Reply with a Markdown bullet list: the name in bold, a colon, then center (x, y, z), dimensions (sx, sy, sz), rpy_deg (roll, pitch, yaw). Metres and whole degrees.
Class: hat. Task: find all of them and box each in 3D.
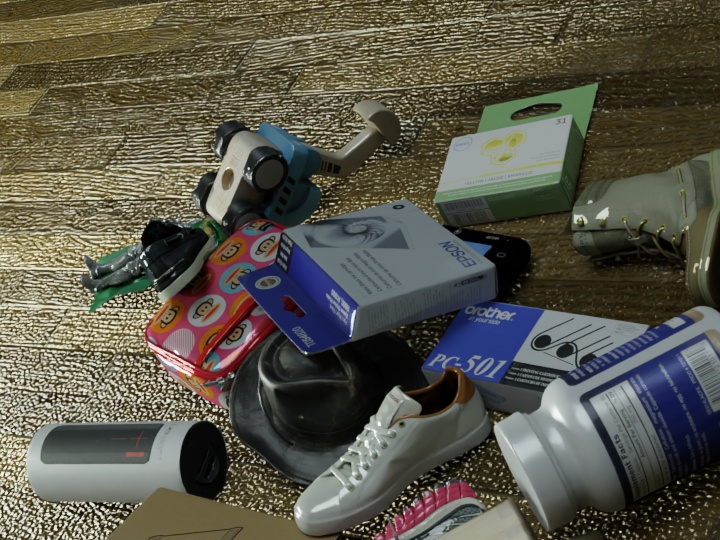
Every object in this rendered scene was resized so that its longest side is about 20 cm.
- **hat**: center (-0.036, 0.099, 1.360), dimensions (0.198, 0.081, 0.202), rpy_deg (-6, 51, 8)

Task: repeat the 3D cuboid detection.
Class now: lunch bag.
- **lunch bag**: center (-0.110, 0.049, 1.515), dimensions (0.175, 0.082, 0.200), rpy_deg (23, 63, 43)

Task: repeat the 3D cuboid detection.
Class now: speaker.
- **speaker**: center (-0.230, 0.189, 1.431), dimensions (0.198, 0.082, 0.082), rpy_deg (-4, 44, 31)

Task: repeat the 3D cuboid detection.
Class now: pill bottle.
- **pill bottle**: center (0.214, 0.120, 1.153), dimensions (0.198, 0.116, 0.116), rpy_deg (-26, 36, -3)

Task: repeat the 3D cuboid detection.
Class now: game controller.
- **game controller**: center (0.077, -0.008, 1.474), dimensions (0.199, 0.042, 0.105), rpy_deg (12, 54, 42)

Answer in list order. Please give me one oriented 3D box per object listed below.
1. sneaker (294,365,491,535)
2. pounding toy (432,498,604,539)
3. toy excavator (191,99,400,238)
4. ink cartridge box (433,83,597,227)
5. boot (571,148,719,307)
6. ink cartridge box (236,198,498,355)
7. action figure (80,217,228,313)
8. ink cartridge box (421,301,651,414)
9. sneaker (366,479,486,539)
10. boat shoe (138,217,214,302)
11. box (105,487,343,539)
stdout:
- **sneaker**: center (0.017, 0.151, 1.275), dimensions (0.199, 0.085, 0.073), rpy_deg (-32, 31, -16)
- **pounding toy**: center (0.098, 0.255, 1.061), dimensions (0.199, 0.185, 0.143), rpy_deg (-29, 48, 3)
- **toy excavator**: center (-0.067, -0.117, 1.657), dimensions (0.100, 0.199, 0.196), rpy_deg (39, 110, 45)
- **ink cartridge box**: center (0.169, -0.138, 1.556), dimensions (0.144, 0.048, 0.201), rpy_deg (-8, 45, 29)
- **boot**: center (0.270, -0.030, 1.339), dimensions (0.153, 0.072, 0.201), rpy_deg (-11, 36, 24)
- **ink cartridge box**: center (0.000, 0.000, 1.396), dimensions (0.198, 0.041, 0.199), rpy_deg (-17, 28, -20)
- **action figure**: center (-0.230, -0.024, 1.702), dimensions (0.198, 0.055, 0.119), rpy_deg (-21, 35, 7)
- **ink cartridge box**: center (0.161, 0.084, 1.307), dimensions (0.199, 0.044, 0.094), rpy_deg (8, 50, 41)
- **sneaker**: center (0.023, 0.255, 1.184), dimensions (0.199, 0.081, 0.075), rpy_deg (-38, 66, 4)
- **boat shoe**: center (-0.207, -0.023, 1.562), dimensions (0.074, 0.066, 0.200), rpy_deg (-40, 12, 12)
- **box**: center (-0.138, 0.257, 1.244), dimensions (0.198, 0.021, 0.163), rpy_deg (8, 30, 28)
